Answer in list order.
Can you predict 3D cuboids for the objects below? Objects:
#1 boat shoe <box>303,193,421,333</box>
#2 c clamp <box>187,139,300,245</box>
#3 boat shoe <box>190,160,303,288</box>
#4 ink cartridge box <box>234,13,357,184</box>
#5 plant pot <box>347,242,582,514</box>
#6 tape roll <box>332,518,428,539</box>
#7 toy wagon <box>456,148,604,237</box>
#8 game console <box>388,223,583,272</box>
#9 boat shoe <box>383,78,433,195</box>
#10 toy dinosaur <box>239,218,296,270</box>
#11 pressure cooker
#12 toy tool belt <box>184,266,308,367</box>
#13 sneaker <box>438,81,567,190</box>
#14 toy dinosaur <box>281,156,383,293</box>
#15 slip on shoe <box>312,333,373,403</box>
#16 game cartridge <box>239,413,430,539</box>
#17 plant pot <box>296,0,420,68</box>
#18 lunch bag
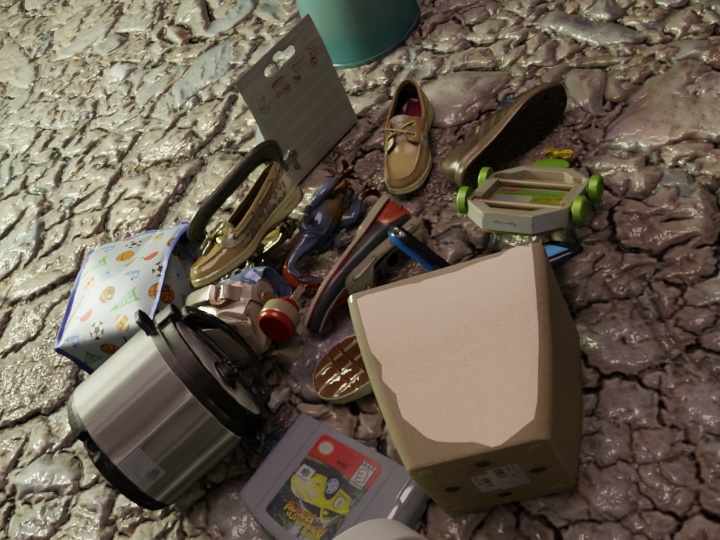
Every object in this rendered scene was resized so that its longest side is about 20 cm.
[{"bbox_3d":[0.000,0.000,1.225,0.062,0.071,0.201,34,78,1],"label":"boat shoe"},{"bbox_3d":[-0.154,-0.101,1.329,0.027,0.171,0.200,41,79,13],"label":"c clamp"},{"bbox_3d":[-0.157,-0.058,1.261,0.073,0.063,0.200,-7,36,51],"label":"boat shoe"},{"bbox_3d":[-0.099,-0.245,1.417,0.047,0.201,0.160,23,62,42],"label":"ink cartridge box"},{"bbox_3d":[0.116,0.122,0.954,0.197,0.200,0.179,-15,55,15],"label":"plant pot"},{"bbox_3d":[-0.002,0.309,0.818,0.037,0.204,0.203,21,61,41],"label":"tape roll"},{"bbox_3d":[0.214,-0.097,1.186,0.153,0.040,0.200,8,28,28],"label":"toy wagon"},{"bbox_3d":[0.129,-0.033,1.078,0.119,0.170,0.200,-53,1,3],"label":"game console"},{"bbox_3d":[0.061,-0.191,1.374,0.073,0.067,0.202,-12,44,19],"label":"boat shoe"},{"bbox_3d":[-0.152,-0.023,1.350,0.199,0.058,0.101,-7,37,52],"label":"toy dinosaur"},{"bbox_3d":[-0.204,0.146,1.103,0.200,0.176,0.179,-42,62,0],"label":"pressure cooker"},{"bbox_3d":[-0.132,0.045,1.206,0.199,0.125,0.124,-20,30,41],"label":"toy tool belt"},{"bbox_3d":[0.185,-0.191,1.302,0.199,0.071,0.075,-40,41,-12],"label":"sneaker"},{"bbox_3d":[-0.045,-0.051,1.321,0.182,0.105,0.200,-49,10,-8],"label":"toy dinosaur"},{"bbox_3d":[0.034,0.094,1.120,0.199,0.060,0.077,-38,51,19],"label":"slip on shoe"},{"bbox_3d":[-0.034,0.240,1.030,0.199,0.041,0.134,19,64,41],"label":"game cartridge"},{"bbox_3d":[-0.025,-0.471,1.608,0.197,0.189,0.202,-16,43,16],"label":"plant pot"},{"bbox_3d":[-0.294,0.034,1.317,0.168,0.124,0.202,-13,51,20],"label":"lunch bag"}]
